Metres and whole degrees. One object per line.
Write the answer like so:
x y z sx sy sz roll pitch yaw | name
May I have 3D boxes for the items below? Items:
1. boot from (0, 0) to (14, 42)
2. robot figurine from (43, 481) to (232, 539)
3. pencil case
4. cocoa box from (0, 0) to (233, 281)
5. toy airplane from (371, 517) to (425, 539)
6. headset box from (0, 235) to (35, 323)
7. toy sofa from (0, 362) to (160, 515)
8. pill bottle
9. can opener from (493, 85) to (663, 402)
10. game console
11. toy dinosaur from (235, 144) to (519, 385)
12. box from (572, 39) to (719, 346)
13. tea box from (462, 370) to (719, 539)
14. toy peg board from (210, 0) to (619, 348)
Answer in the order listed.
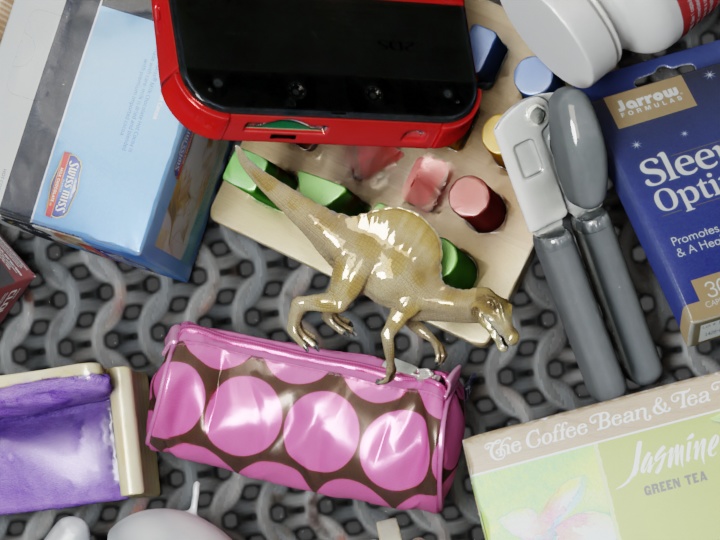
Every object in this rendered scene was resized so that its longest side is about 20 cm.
-0.276 -0.250 1.855 0.199 0.074 0.155 28 90 1 | boot
-0.138 0.228 1.744 0.169 0.113 0.200 39 92 5 | robot figurine
-0.034 0.084 1.755 0.199 0.091 0.094 9 129 10 | pencil case
-0.149 -0.110 1.778 0.131 0.133 0.201 17 86 12 | cocoa box
0.042 0.257 1.670 0.141 0.200 0.200 -21 71 -21 | toy airplane
-0.311 -0.009 1.778 0.149 0.200 0.077 49 123 13 | headset box
-0.231 0.113 1.784 0.199 0.098 0.083 -8 82 11 | toy sofa
0.182 -0.204 1.714 0.200 0.112 0.112 -41 77 -12 | pill bottle
0.133 -0.013 1.709 0.052 0.066 0.201 -24 110 -13 | can opener
-0.029 -0.158 1.703 0.199 0.031 0.178 2 63 -22 | game console
0.000 0.000 1.693 0.199 0.058 0.101 31 116 -1 | toy dinosaur
0.212 -0.058 1.692 0.121 0.032 0.201 -17 57 -9 | box
0.184 0.171 1.678 0.199 0.134 0.198 -16 80 9 | tea box
0.026 -0.086 1.760 0.199 0.098 0.200 25 89 13 | toy peg board
